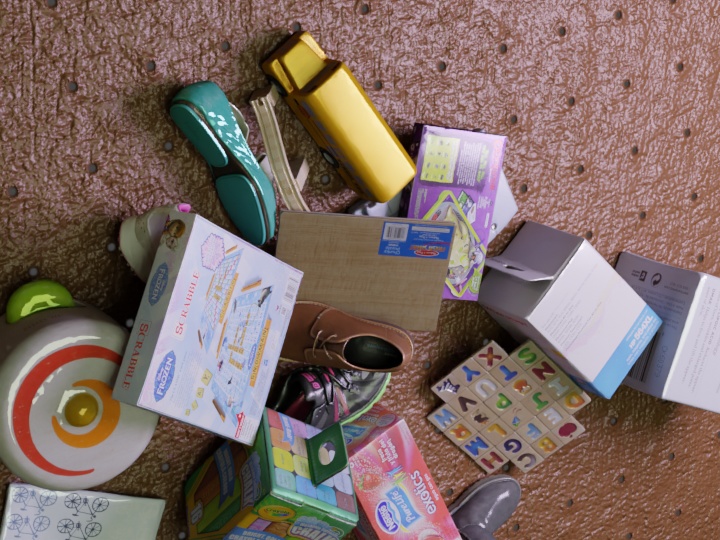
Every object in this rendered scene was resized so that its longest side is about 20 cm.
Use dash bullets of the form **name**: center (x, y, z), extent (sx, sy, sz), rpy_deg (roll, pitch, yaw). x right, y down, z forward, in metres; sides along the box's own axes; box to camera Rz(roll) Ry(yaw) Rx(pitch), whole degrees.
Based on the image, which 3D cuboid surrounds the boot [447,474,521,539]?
- **boot**: center (0.172, 0.344, 1.751), extent (0.181, 0.200, 0.073), rpy_deg (-34, 116, -17)

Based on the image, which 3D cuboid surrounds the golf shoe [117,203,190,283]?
- **golf shoe**: center (-0.173, 0.010, 1.543), extent (0.091, 0.076, 0.200), rpy_deg (-27, 121, 21)

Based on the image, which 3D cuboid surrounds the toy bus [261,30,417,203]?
- **toy bus**: center (-0.023, -0.171, 1.596), extent (0.065, 0.078, 0.200), rpy_deg (-44, 118, -13)

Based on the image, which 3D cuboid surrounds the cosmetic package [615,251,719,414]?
- **cosmetic package**: center (0.435, 0.089, 1.857), extent (0.199, 0.165, 0.166), rpy_deg (16, 93, -31)

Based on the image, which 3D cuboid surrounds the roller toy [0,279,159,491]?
- **roller toy**: center (-0.303, 0.129, 1.477), extent (0.200, 0.140, 0.183), rpy_deg (37, 84, -30)

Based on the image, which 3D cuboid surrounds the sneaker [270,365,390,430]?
- **sneaker**: center (-0.038, 0.139, 1.652), extent (0.200, 0.077, 0.084), rpy_deg (-46, 147, -13)

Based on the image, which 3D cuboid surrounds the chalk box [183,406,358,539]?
- **chalk box**: center (-0.088, 0.244, 1.580), extent (0.124, 0.125, 0.200), rpy_deg (25, 123, -30)

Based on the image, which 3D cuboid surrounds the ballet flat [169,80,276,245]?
- **ballet flat**: center (-0.133, -0.122, 1.559), extent (0.070, 0.067, 0.201), rpy_deg (-49, 123, -33)

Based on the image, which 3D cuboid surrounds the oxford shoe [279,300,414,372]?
- **oxford shoe**: center (-0.039, 0.076, 1.599), extent (0.199, 0.071, 0.072), rpy_deg (6, 98, 4)

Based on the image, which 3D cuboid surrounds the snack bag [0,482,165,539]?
- **snack bag**: center (-0.323, 0.338, 1.584), extent (0.188, 0.021, 0.201), rpy_deg (13, 95, -31)

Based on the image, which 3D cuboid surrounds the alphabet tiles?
- **alphabet tiles**: center (0.186, 0.173, 1.787), extent (0.166, 0.006, 0.200), rpy_deg (-38, 120, 16)

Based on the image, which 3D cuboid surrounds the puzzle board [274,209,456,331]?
- **puzzle board**: center (0.000, 0.000, 1.621), extent (0.199, 0.017, 0.151), rpy_deg (3, 124, -9)

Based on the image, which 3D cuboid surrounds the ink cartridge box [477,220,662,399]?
- **ink cartridge box**: center (0.247, 0.040, 1.764), extent (0.200, 0.128, 0.125), rpy_deg (43, 80, -30)

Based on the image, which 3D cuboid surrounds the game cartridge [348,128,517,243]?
- **game cartridge**: center (0.090, -0.065, 1.709), extent (0.199, 0.040, 0.134), rpy_deg (-33, 111, -18)

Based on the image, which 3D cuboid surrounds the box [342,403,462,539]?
- **box**: center (0.029, 0.265, 1.714), extent (0.094, 0.103, 0.201), rpy_deg (-34, 117, -17)

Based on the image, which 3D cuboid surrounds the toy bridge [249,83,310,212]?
- **toy bridge**: center (-0.075, -0.103, 1.588), extent (0.027, 0.067, 0.201), rpy_deg (-15, 114, 14)

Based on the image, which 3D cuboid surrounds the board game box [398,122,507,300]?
- **board game box**: center (0.101, -0.067, 1.678), extent (0.119, 0.032, 0.201), rpy_deg (6, 100, -25)

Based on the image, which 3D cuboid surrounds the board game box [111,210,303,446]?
- **board game box**: center (-0.155, 0.064, 1.493), extent (0.199, 0.041, 0.201), rpy_deg (31, 71, -54)
